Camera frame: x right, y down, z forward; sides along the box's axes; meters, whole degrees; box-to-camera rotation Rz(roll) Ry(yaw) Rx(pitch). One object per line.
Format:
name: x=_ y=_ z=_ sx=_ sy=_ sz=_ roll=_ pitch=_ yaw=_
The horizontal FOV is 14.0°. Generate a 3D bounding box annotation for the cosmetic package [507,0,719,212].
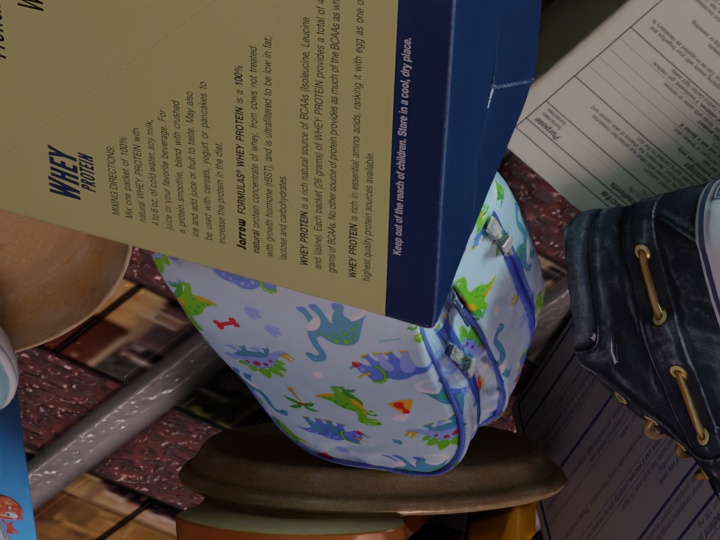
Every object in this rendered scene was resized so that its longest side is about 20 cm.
cosmetic package: x=0.157 y=-0.104 z=1.214 sx=0.104 sy=0.073 sz=0.200 roll=40 pitch=123 yaw=-17

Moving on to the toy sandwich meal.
toy sandwich meal: x=0.004 y=0.117 z=1.391 sx=0.205 sy=0.070 sz=0.205 roll=1 pitch=-174 yaw=0

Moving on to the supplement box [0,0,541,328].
supplement box: x=-0.044 y=-0.112 z=1.060 sx=0.200 sy=0.134 sz=0.200 roll=15 pitch=143 yaw=11

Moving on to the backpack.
backpack: x=0.000 y=0.000 z=1.276 sx=0.163 sy=0.154 sz=0.200 roll=3 pitch=164 yaw=22

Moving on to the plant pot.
plant pot: x=-0.194 y=-0.032 z=1.239 sx=0.200 sy=0.028 sz=0.200 roll=2 pitch=142 yaw=2

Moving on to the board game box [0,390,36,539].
board game box: x=-0.210 y=0.150 z=1.349 sx=0.056 sy=0.200 sz=0.196 roll=9 pitch=138 yaw=-26

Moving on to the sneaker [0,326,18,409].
sneaker: x=-0.234 y=0.048 z=1.215 sx=0.200 sy=0.131 sz=0.080 roll=28 pitch=133 yaw=-28

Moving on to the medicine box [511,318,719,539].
medicine box: x=0.169 y=0.091 z=1.383 sx=0.103 sy=0.200 sz=0.182 roll=6 pitch=138 yaw=-23

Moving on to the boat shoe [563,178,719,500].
boat shoe: x=0.151 y=0.059 z=1.223 sx=0.091 sy=0.200 sz=0.071 roll=-9 pitch=-168 yaw=36
